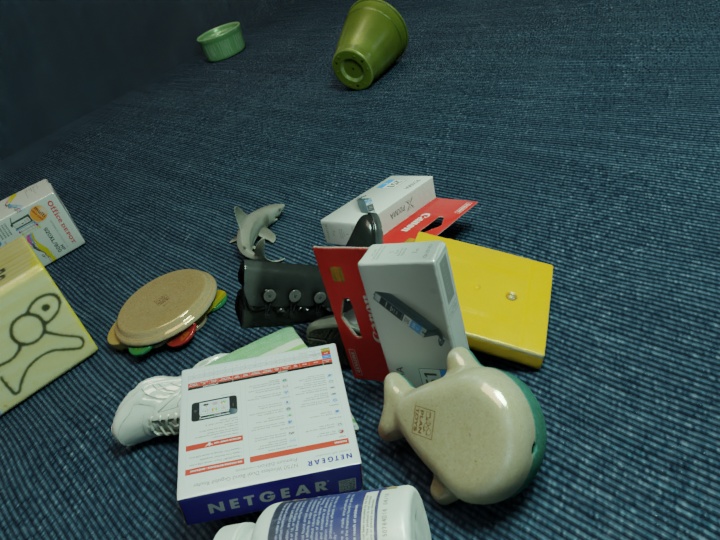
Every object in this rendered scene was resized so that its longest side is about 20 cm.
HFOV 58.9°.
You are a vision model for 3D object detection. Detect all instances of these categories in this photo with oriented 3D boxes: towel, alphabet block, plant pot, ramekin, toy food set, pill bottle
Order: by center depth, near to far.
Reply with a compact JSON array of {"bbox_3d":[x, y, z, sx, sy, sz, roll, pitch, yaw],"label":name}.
[{"bbox_3d":[-0.036,0.269,0.590,0.195,0.113,0.112,-12,33,13],"label":"pill bottle"},{"bbox_3d":[-0.109,0.164,0.814,0.150,0.024,0.200,-24,43,-22],"label":"towel"},{"bbox_3d":[-0.605,0.092,1.096,0.198,0.199,0.195,-35,37,-23],"label":"alphabet block"},{"bbox_3d":[-0.335,0.070,1.107,0.194,0.049,0.200,9,43,37],"label":"toy food set"},{"bbox_3d":[0.012,-0.625,1.811,0.196,0.202,0.195,4,52,33],"label":"plant pot"},{"bbox_3d":[-0.586,-0.969,2.711,0.195,0.099,0.202,-15,33,10],"label":"ramekin"}]

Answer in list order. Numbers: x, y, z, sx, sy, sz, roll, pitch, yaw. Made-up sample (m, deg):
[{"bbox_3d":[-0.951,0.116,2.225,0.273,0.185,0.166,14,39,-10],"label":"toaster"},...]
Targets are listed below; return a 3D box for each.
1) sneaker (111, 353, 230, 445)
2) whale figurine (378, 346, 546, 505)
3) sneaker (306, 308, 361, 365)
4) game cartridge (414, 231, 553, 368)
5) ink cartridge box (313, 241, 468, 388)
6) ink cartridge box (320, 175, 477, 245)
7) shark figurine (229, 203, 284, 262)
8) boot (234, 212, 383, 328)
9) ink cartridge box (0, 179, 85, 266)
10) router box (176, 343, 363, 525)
[{"bbox_3d":[-0.243,0.189,0.860,0.196,0.079,0.100,-27,36,-7],"label":"sneaker"},{"bbox_3d":[0.106,0.163,0.675,0.102,0.164,0.197,10,-5,-42],"label":"whale figurine"},{"bbox_3d":[0.025,0.068,0.886,0.194,0.078,0.115,-9,32,12],"label":"sneaker"},{"bbox_3d":[0.149,0.032,0.838,0.195,0.033,0.178,14,42,11],"label":"game cartridge"},{"bbox_3d":[0.034,0.067,0.745,0.172,0.204,0.045,-1,31,30],"label":"ink cartridge box"},{"bbox_3d":[0.063,-0.095,1.016,0.173,0.046,0.199,9,33,40],"label":"ink cartridge box"},{"bbox_3d":[-0.215,-0.078,1.221,0.125,0.091,0.216,-18,31,7],"label":"shark figurine"},{"bbox_3d":[-0.072,-0.002,0.891,0.195,0.169,0.066,2,15,-16],"label":"boot"},{"bbox_3d":[-0.787,-0.094,1.508,0.198,0.150,0.144,-34,35,-19],"label":"ink cartridge box"},{"bbox_3d":[-0.108,0.180,0.736,0.194,0.050,0.181,-8,40,-7],"label":"router box"}]
